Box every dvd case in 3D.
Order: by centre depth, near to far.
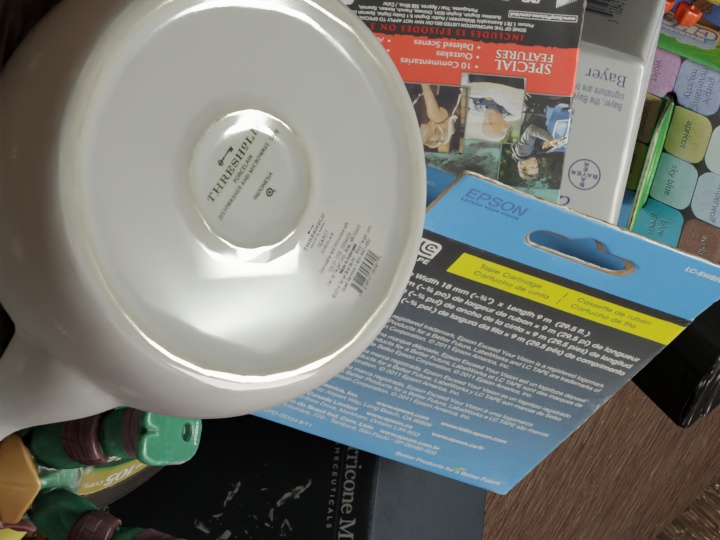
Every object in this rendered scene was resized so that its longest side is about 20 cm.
[{"bbox_3d":[0.022,-0.055,1.287,0.022,0.146,0.200,-91,-175,-60],"label":"dvd case"}]

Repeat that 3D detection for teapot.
[{"bbox_3d":[-0.079,-0.036,1.148,0.200,0.198,0.146,-13,-175,-32],"label":"teapot"}]

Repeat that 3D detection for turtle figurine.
[{"bbox_3d":[-0.166,0.091,1.255,0.101,0.200,0.150,-46,133,-52],"label":"turtle figurine"}]

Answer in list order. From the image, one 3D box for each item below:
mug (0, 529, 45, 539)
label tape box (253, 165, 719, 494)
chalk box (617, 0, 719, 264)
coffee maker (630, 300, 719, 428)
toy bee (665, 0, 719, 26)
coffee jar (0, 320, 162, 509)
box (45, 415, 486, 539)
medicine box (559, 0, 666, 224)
[{"bbox_3d":[-0.180,0.214,1.517,0.187,0.149,0.153,-41,-178,45],"label":"mug"},{"bbox_3d":[0.054,0.009,1.244,0.200,0.144,0.063,-47,-147,44],"label":"label tape box"},{"bbox_3d":[0.184,-0.080,1.582,0.200,0.124,0.125,-29,139,-57],"label":"chalk box"},{"bbox_3d":[0.169,0.004,1.828,0.192,0.200,0.135,-47,165,0],"label":"coffee maker"},{"bbox_3d":[0.188,-0.192,1.523,0.109,0.131,0.200,-51,-178,42],"label":"toy bee"},{"bbox_3d":[-0.117,0.031,1.324,0.104,0.085,0.200,-32,160,-34],"label":"coffee jar"},{"bbox_3d":[-0.052,0.171,1.436,0.124,0.196,0.200,24,69,-58],"label":"box"},{"bbox_3d":[0.082,-0.047,1.420,0.182,0.103,0.200,-63,165,-69],"label":"medicine box"}]
